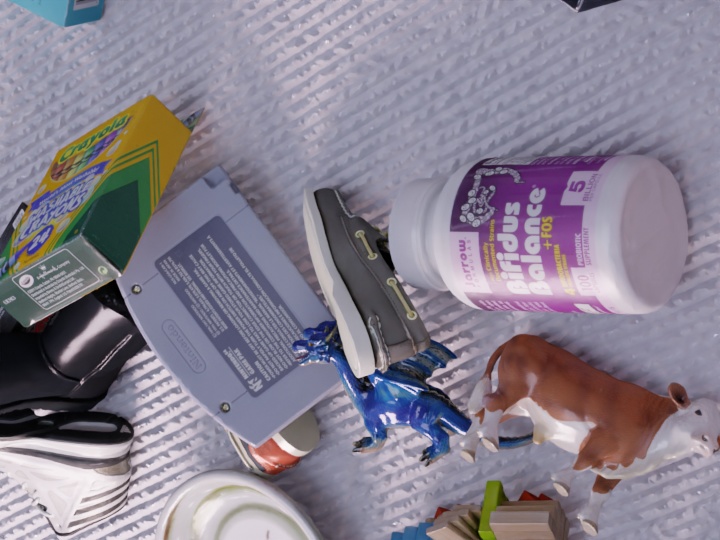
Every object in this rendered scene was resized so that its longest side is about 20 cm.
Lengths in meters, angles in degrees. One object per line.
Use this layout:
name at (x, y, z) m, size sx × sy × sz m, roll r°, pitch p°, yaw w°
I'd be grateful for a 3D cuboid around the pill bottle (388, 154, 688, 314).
pill bottle at (0.123, -0.026, 1.604) m, size 0.200 × 0.112 × 0.112 m, roll 0°, pitch 104°, yaw 37°

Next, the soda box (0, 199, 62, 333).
soda box at (-0.295, 0.022, 1.955) m, size 0.063 × 0.071 × 0.200 m, roll 52°, pitch 128°, yaw 19°

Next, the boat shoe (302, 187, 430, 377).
boat shoe at (0.000, 0.002, 1.700) m, size 0.202 × 0.060 × 0.072 m, roll -112°, pitch 9°, yaw -49°

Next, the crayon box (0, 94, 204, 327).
crayon box at (-0.212, -0.059, 1.792) m, size 0.126 × 0.200 × 0.052 m, roll -26°, pitch 119°, yaw 39°

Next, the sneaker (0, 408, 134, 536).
sneaker at (-0.299, 0.181, 1.977) m, size 0.200 × 0.076 × 0.115 m, roll 7°, pitch 114°, yaw 8°

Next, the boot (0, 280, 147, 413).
boot at (-0.260, 0.051, 1.868) m, size 0.168 × 0.200 × 0.076 m, roll -47°, pitch 52°, yaw 38°

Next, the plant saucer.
plant saucer at (-0.084, 0.256, 1.883) m, size 0.200 × 0.050 × 0.200 m, roll 13°, pitch 113°, yaw 33°

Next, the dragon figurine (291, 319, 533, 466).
dragon figurine at (0.039, 0.090, 1.710) m, size 0.200 × 0.059 × 0.100 m, roll 8°, pitch 123°, yaw 26°

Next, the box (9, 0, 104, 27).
box at (-0.299, -0.280, 1.884) m, size 0.200 × 0.049 × 0.082 m, roll 27°, pitch 118°, yaw 28°

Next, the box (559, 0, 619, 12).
box at (0.155, -0.263, 1.452) m, size 0.148 × 0.200 × 0.107 m, roll 39°, pitch 124°, yaw 23°

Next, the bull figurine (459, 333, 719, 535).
bull figurine at (0.165, 0.114, 1.626) m, size 0.200 × 0.121 × 0.065 m, roll 26°, pitch 152°, yaw 37°

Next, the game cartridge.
game cartridge at (-0.105, 0.034, 1.783) m, size 0.133 × 0.042 × 0.200 m, roll -37°, pitch 88°, yaw 2°

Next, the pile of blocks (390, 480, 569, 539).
pile of blocks at (0.076, 0.198, 1.733) m, size 0.200 × 0.062 × 0.082 m, roll -22°, pitch 132°, yaw 37°

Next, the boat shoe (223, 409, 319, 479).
boat shoe at (-0.111, 0.079, 1.842) m, size 0.063 × 0.071 × 0.200 m, roll -38°, pitch 84°, yaw 41°
